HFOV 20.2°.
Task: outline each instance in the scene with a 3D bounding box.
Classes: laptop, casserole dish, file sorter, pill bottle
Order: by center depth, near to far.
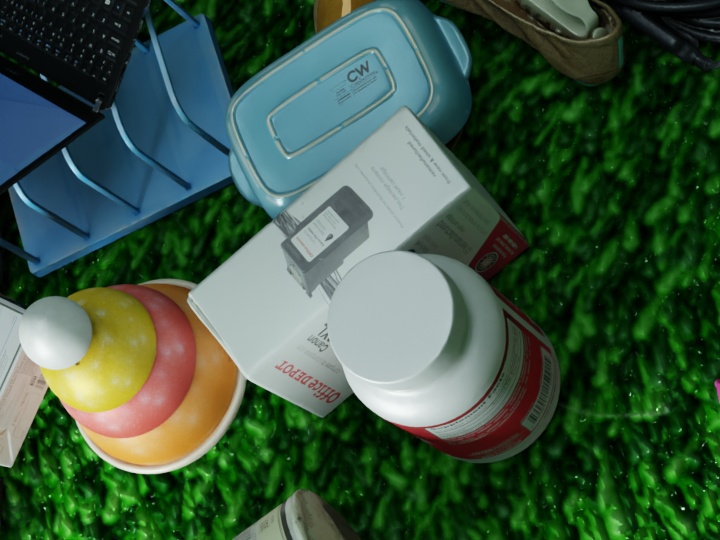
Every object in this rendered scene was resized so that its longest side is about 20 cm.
[{"bbox_3d":[0.054,0.055,1.327,0.111,0.200,0.113,-6,72,20],"label":"pill bottle"},{"bbox_3d":[-0.015,-0.115,1.433,0.199,0.039,0.122,-31,75,15],"label":"casserole dish"},{"bbox_3d":[-0.260,-0.175,1.438,0.177,0.103,0.201,30,105,26],"label":"laptop"},{"bbox_3d":[-0.205,-0.111,1.526,0.199,0.123,0.140,-25,67,14],"label":"file sorter"}]

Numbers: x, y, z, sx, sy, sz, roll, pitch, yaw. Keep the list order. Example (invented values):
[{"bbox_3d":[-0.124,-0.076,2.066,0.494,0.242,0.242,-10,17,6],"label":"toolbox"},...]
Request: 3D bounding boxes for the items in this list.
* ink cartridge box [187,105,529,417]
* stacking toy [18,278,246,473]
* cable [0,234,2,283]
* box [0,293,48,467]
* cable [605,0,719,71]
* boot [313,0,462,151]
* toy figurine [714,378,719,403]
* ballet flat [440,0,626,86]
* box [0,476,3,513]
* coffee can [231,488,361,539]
[{"bbox_3d":[0.000,0.000,1.396,0.200,0.145,0.084,-41,65,6],"label":"ink cartridge box"},{"bbox_3d":[-0.179,0.055,1.423,0.145,0.200,0.147,-7,72,20],"label":"stacking toy"},{"bbox_3d":[-0.358,0.012,1.585,0.200,0.051,0.163,-43,64,5],"label":"cable"},{"bbox_3d":[-0.328,0.053,1.506,0.199,0.060,0.117,25,88,22],"label":"box"},{"bbox_3d":[0.230,-0.245,1.426,0.200,0.051,0.163,42,93,27],"label":"cable"},{"bbox_3d":[0.021,-0.145,1.480,0.144,0.071,0.202,34,92,21],"label":"boot"},{"bbox_3d":[0.305,0.033,1.285,0.184,0.150,0.201,-37,42,19],"label":"toy figurine"},{"bbox_3d":[0.105,-0.204,1.425,0.200,0.072,0.068,37,66,11],"label":"ballet flat"},{"bbox_3d":[-0.370,0.234,1.535,0.198,0.046,0.160,-4,73,22],"label":"box"},{"bbox_3d":[-0.078,0.263,1.351,0.199,0.146,0.147,-36,65,9],"label":"coffee can"}]
